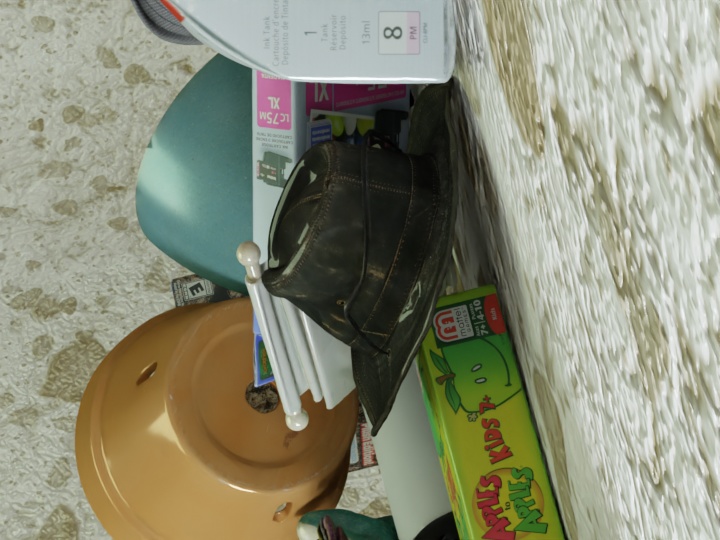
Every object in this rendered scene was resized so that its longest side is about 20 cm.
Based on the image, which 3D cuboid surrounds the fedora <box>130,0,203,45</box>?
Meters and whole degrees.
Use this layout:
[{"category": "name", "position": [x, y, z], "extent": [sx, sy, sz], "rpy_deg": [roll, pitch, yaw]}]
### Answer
[{"category": "fedora", "position": [-0.042, -0.197, 1.016], "extent": [0.090, 0.176, 0.201], "rpy_deg": [37, 138, 37]}]

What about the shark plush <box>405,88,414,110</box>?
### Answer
[{"category": "shark plush", "position": [0.002, -0.107, 1.184], "extent": [0.083, 0.090, 0.202], "rpy_deg": [-18, 74, 56]}]

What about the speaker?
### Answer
[{"category": "speaker", "position": [0.046, 0.106, 1.194], "extent": [0.201, 0.081, 0.082], "rpy_deg": [-106, 3, -48]}]

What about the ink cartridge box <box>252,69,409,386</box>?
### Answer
[{"category": "ink cartridge box", "position": [-0.016, -0.036, 1.120], "extent": [0.119, 0.042, 0.201], "rpy_deg": [-17, -66, -53]}]

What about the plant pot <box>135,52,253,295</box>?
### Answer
[{"category": "plant pot", "position": [-0.036, -0.054, 1.291], "extent": [0.135, 0.200, 0.201], "rpy_deg": [41, 160, 26]}]

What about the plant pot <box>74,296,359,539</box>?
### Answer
[{"category": "plant pot", "position": [-0.087, 0.104, 1.295], "extent": [0.140, 0.199, 0.201], "rpy_deg": [134, 125, -61]}]

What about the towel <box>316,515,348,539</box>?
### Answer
[{"category": "towel", "position": [0.007, 0.245, 1.134], "extent": [0.200, 0.023, 0.144], "rpy_deg": [-96, -19, -73]}]

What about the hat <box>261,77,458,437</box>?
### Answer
[{"category": "hat", "position": [-0.008, -0.011, 0.981], "extent": [0.201, 0.080, 0.202], "rpy_deg": [-170, 90, -80]}]

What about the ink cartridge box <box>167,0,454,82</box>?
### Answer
[{"category": "ink cartridge box", "position": [-0.064, -0.114, 0.897], "extent": [0.163, 0.198, 0.058], "rpy_deg": [-129, 36, -81]}]

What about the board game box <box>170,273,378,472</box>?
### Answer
[{"category": "board game box", "position": [-0.036, 0.074, 1.491], "extent": [0.097, 0.199, 0.160], "rpy_deg": [83, 173, -61]}]

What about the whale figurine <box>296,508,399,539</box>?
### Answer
[{"category": "whale figurine", "position": [0.034, 0.205, 1.304], "extent": [0.200, 0.158, 0.104], "rpy_deg": [49, -120, -47]}]

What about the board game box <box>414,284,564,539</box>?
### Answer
[{"category": "board game box", "position": [0.074, 0.119, 1.010], "extent": [0.102, 0.047, 0.201], "rpy_deg": [87, 169, -74]}]

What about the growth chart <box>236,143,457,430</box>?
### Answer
[{"category": "growth chart", "position": [0.000, 0.000, 1.102], "extent": [0.200, 0.018, 0.146], "rpy_deg": [-36, -54, -46]}]
